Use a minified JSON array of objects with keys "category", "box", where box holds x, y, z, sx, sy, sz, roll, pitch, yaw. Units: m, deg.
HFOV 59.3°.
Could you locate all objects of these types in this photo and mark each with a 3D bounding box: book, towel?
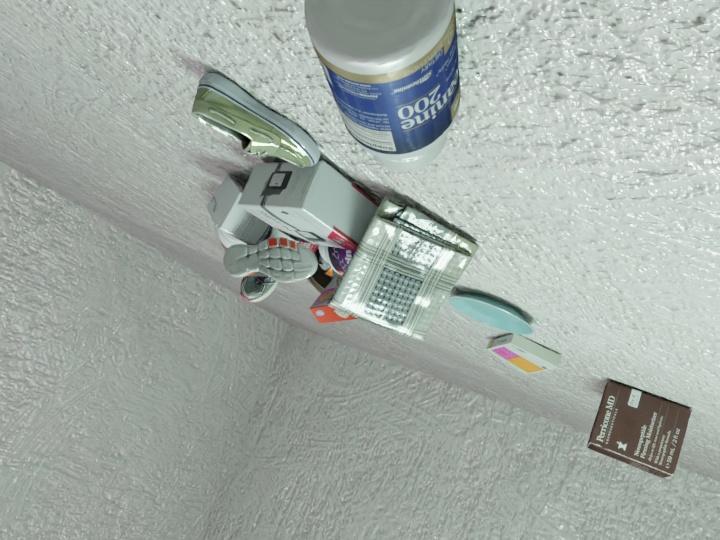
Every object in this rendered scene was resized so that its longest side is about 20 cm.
[{"category":"book","box":[0.412,0.213,1.622,0.132,0.049,0.200,27,167,-1]},{"category":"towel","box":[0.071,0.006,1.005,0.190,0.203,0.035,23,-163,-21]}]

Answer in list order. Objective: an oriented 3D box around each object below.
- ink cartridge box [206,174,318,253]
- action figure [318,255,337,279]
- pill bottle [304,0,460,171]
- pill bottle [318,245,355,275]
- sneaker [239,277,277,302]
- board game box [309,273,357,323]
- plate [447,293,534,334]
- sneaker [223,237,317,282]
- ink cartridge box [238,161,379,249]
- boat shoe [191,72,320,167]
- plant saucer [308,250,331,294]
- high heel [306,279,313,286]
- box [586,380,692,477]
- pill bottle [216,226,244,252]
[{"category":"ink cartridge box","box":[-0.192,-0.094,1.256,0.198,0.084,0.145,31,-173,-30]},{"category":"action figure","box":[0.000,0.000,1.349,0.190,0.107,0.200,20,168,-6]},{"category":"pill bottle","box":[0.029,-0.164,0.531,0.109,0.113,0.200,20,168,16]},{"category":"pill bottle","box":[0.012,-0.040,1.112,0.112,0.114,0.198,32,166,-37]},{"category":"sneaker","box":[-0.211,-0.014,1.483,0.080,0.201,0.075,38,167,5]},{"category":"board game box","box":[0.016,0.027,1.189,0.198,0.154,0.041,-11,121,45]},{"category":"plate","box":[0.283,0.089,1.370,0.197,0.026,0.200,23,169,5]},{"category":"sneaker","box":[-0.154,-0.022,1.155,0.196,0.079,0.081,5,-178,28]},{"category":"ink cartridge box","box":[-0.087,-0.107,1.045,0.144,0.085,0.198,32,166,-38]},{"category":"boat shoe","box":[-0.145,-0.191,0.877,0.198,0.063,0.071,29,167,-30]},{"category":"plant saucer","box":[-0.044,0.024,1.427,0.197,0.032,0.201,25,-153,-14]},{"category":"high heel","box":[-0.065,0.023,1.521,0.095,0.068,0.200,4,-144,-50]},{"category":"box","box":[0.689,0.397,1.579,0.196,0.169,0.164,18,168,22]},{"category":"pill bottle","box":[-0.269,-0.090,1.445,0.112,0.116,0.200,23,169,-2]}]
